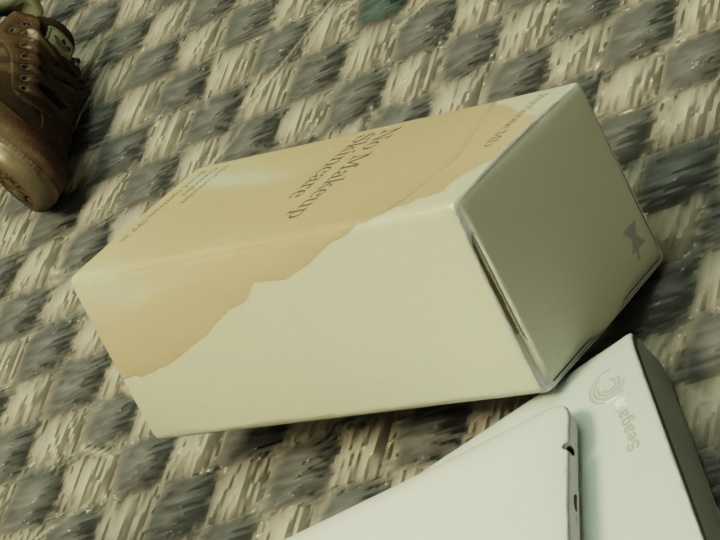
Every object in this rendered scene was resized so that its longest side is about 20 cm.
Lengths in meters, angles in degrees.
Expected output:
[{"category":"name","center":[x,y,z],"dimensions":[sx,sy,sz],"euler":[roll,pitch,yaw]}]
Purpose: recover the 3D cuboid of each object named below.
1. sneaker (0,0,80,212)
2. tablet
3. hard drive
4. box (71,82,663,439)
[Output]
[{"category":"sneaker","center":[-0.176,-0.097,1.303],"dimensions":[0.076,0.070,0.200],"euler":[-43,32,-1]},{"category":"tablet","center":[-0.012,0.127,0.854],"dimensions":[0.200,0.014,0.130],"euler":[-27,35,25]},{"category":"hard drive","center":[0.027,0.118,0.858],"dimensions":[0.200,0.026,0.132],"euler":[-35,32,15]},{"category":"box","center":[0.000,0.000,0.957],"dimensions":[0.200,0.078,0.095],"euler":[-11,24,42]}]
